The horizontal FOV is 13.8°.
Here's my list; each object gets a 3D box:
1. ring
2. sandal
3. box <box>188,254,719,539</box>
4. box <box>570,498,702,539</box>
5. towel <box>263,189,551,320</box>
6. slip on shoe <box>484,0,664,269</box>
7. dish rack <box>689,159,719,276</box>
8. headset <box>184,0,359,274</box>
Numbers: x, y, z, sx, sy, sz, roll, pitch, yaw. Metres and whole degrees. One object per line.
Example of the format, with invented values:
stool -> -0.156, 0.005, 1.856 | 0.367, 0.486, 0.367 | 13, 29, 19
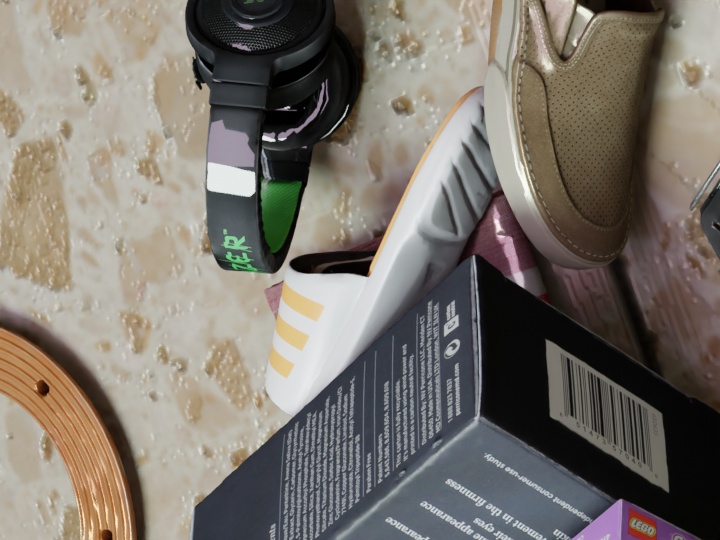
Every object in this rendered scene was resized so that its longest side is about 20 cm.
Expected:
ring -> -0.191, 0.122, 1.559 | 0.200, 0.019, 0.201 | 9, 106, 34
sandal -> 0.004, -0.001, 1.322 | 0.059, 0.079, 0.207 | 34, 110, 23
box -> 0.039, 0.116, 1.266 | 0.148, 0.104, 0.200 | 33, 123, -24
box -> 0.101, 0.183, 1.213 | 0.137, 0.039, 0.200 | 28, 132, -20
towel -> 0.048, 0.077, 1.368 | 0.144, 0.023, 0.200 | -21, 90, 36
slip on shoe -> 0.097, -0.100, 1.256 | 0.061, 0.076, 0.200 | 0, 94, 43
dish rack -> 0.217, -0.042, 1.190 | 0.153, 0.055, 0.200 | 44, 124, 21
headset -> -0.052, -0.099, 1.340 | 0.094, 0.124, 0.200 | 7, 76, 9
